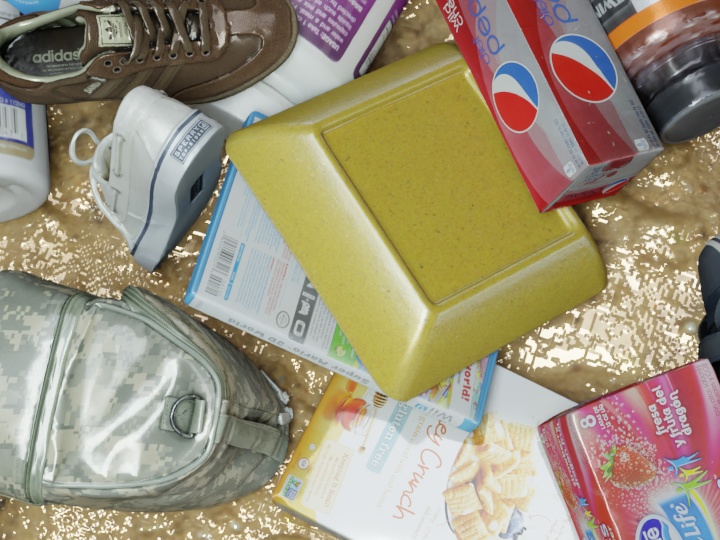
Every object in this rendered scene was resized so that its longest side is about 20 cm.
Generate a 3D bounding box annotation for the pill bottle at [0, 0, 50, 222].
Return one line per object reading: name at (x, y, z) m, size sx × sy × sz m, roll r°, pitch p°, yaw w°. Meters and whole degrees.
pill bottle at (-0.271, -0.141, 1.451) m, size 0.119 × 0.120 × 0.202 m, roll -7°, pitch 73°, yaw 5°

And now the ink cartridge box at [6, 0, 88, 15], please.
ink cartridge box at (-0.134, -0.227, 1.398) m, size 0.199 × 0.116 × 0.068 m, roll -33°, pitch 38°, yaw 29°

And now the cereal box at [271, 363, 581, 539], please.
cereal box at (0.063, 0.128, 1.374) m, size 0.199 × 0.040 × 0.145 m, roll 24°, pitch 78°, yaw 13°

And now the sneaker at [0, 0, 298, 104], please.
sneaker at (-0.139, -0.138, 1.351) m, size 0.198 × 0.076 × 0.071 m, roll -10°, pitch 85°, yaw 9°

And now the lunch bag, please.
lunch bag at (-0.140, 0.085, 1.332) m, size 0.167 × 0.200 × 0.140 m, roll 13°, pitch 84°, yaw 12°

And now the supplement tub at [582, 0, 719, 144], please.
supplement tub at (0.184, -0.185, 1.414) m, size 0.106 × 0.107 × 0.201 m, roll -25°, pitch 72°, yaw 0°

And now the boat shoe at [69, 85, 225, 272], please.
boat shoe at (-0.141, -0.064, 1.367) m, size 0.086 × 0.202 × 0.075 m, roll 36°, pitch 73°, yaw 4°

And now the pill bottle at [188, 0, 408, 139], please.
pill bottle at (-0.034, -0.176, 1.435) m, size 0.112 × 0.112 × 0.201 m, roll 28°, pitch 79°, yaw 14°

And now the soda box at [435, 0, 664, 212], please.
soda box at (0.111, -0.141, 1.377) m, size 0.070 × 0.063 × 0.201 m, roll -13°, pitch 70°, yaw -34°

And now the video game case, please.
video game case at (0.000, 0.000, 1.355) m, size 0.199 × 0.018 × 0.144 m, roll 25°, pitch 56°, yaw -13°

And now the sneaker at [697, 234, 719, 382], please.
sneaker at (0.242, 0.076, 1.347) m, size 0.079 × 0.078 × 0.201 m, roll -21°, pitch 74°, yaw -5°

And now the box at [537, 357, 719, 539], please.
box at (0.190, 0.164, 1.292) m, size 0.095 × 0.100 × 0.201 m, roll -20°, pitch 85°, yaw -10°

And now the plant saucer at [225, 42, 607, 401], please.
plant saucer at (0.047, -0.045, 1.361) m, size 0.199 × 0.048 × 0.201 m, roll -27°, pitch 79°, yaw -35°
